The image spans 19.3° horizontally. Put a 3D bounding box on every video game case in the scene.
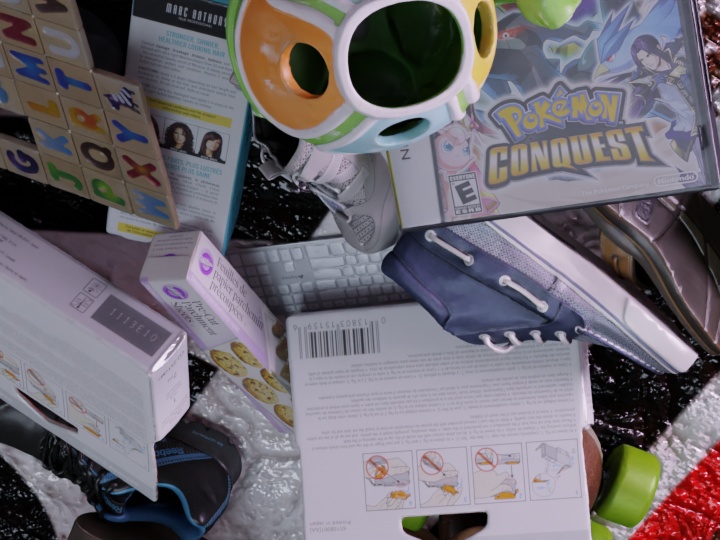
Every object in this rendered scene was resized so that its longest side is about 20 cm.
[{"bbox_3d":[0.102,-0.124,1.249,0.199,0.025,0.182,-7,101,18],"label":"video game case"}]

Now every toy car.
[{"bbox_3d":[0.099,0.200,1.443,0.163,0.201,0.158,21,130,-5],"label":"toy car"}]

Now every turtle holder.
[{"bbox_3d":[0.023,-0.128,1.176,0.184,0.132,0.142,11,101,-20],"label":"turtle holder"}]

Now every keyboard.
[{"bbox_3d":[0.000,0.000,1.429,0.199,0.011,0.057,-7,126,17],"label":"keyboard"}]

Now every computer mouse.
[{"bbox_3d":[-0.238,-0.143,1.328,0.199,0.034,0.059,9,134,23],"label":"computer mouse"}]

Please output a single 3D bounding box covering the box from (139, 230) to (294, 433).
[{"bbox_3d":[-0.079,0.045,1.426,0.041,0.039,0.200,-3,145,28],"label":"box"}]

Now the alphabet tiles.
[{"bbox_3d":[-0.199,-0.114,1.304,0.166,0.008,0.201,20,147,22],"label":"alphabet tiles"}]

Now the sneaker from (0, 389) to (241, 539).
[{"bbox_3d":[-0.187,0.132,1.531,0.199,0.082,0.073,17,133,1],"label":"sneaker"}]

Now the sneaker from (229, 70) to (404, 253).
[{"bbox_3d":[-0.032,-0.077,1.307,0.075,0.082,0.201,25,152,42],"label":"sneaker"}]

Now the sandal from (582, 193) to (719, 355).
[{"bbox_3d":[0.172,-0.025,1.330,0.200,0.082,0.054,41,143,-21],"label":"sandal"}]

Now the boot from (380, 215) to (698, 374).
[{"bbox_3d":[0.113,0.022,1.347,0.200,0.073,0.091,38,101,-1],"label":"boot"}]

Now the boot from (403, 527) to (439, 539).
[{"bbox_3d":[0.063,0.269,1.589,0.200,0.070,0.146,37,162,25],"label":"boot"}]

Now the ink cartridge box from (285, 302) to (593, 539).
[{"bbox_3d":[0.056,0.107,1.409,0.199,0.044,0.175,-5,86,13],"label":"ink cartridge box"}]

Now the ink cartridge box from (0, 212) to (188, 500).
[{"bbox_3d":[-0.206,0.052,1.445,0.199,0.044,0.174,32,151,17],"label":"ink cartridge box"}]

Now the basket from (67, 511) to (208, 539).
[{"bbox_3d":[-0.174,0.287,1.525,0.180,0.136,0.201,19,97,29],"label":"basket"}]

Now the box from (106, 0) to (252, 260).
[{"bbox_3d":[-0.109,-0.103,1.345,0.082,0.049,0.201,14,130,1],"label":"box"}]
